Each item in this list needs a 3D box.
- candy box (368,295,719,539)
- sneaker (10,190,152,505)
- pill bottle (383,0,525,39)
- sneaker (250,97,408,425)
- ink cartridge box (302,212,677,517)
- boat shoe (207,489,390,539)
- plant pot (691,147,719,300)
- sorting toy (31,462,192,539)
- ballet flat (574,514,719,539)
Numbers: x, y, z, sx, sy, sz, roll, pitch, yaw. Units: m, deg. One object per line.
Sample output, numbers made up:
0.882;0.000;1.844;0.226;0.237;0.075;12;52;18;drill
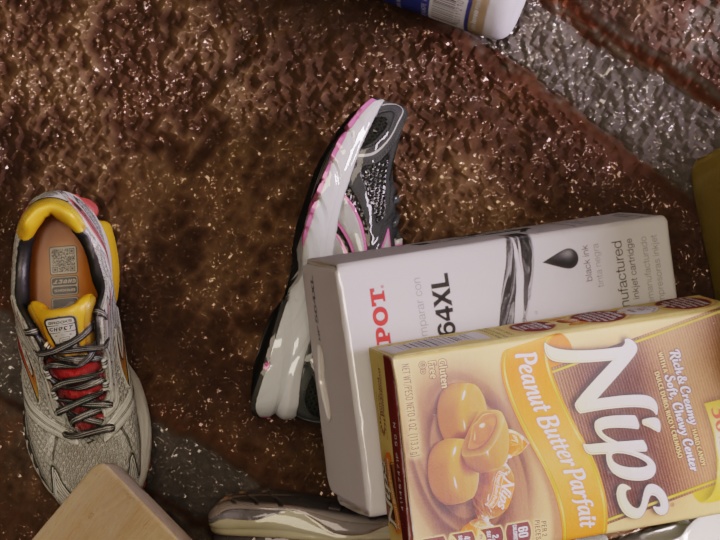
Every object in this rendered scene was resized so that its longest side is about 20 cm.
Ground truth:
0.111;0.086;1.450;0.199;0.055;0.116;-8;98;-13;candy box
-0.174;0.050;1.563;0.077;0.082;0.201;-13;83;2;sneaker
0.012;-0.221;1.567;0.199;0.116;0.116;21;85;5;pill bottle
0.000;0.000;1.572;0.086;0.080;0.201;17;92;-7;sneaker
0.078;0.052;1.513;0.199;0.084;0.147;-9;95;-14;ink cartridge box
0.008;0.174;1.551;0.199;0.074;0.074;5;95;11;boat shoe
0.305;-0.002;1.483;0.194;0.200;0.196;-11;83;1;plant pot
-0.131;0.248;1.521;0.199;0.070;0.200;44;102;14;sorting toy
0.145;0.159;1.499;0.199;0.074;0.075;-18;82;-26;ballet flat
